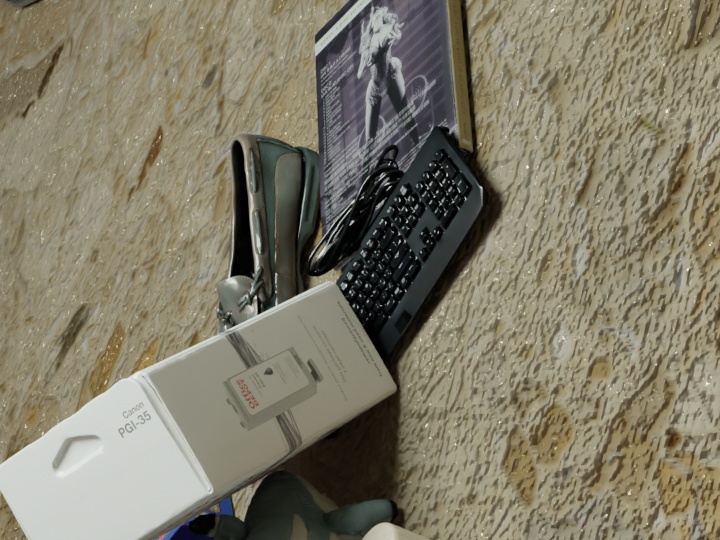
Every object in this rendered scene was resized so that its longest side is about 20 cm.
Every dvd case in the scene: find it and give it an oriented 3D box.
[{"bbox_3d":[0.019,-0.118,1.542,0.149,0.016,0.200,-41,40,41],"label":"dvd case"}]

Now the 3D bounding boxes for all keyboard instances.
[{"bbox_3d":[0.000,0.000,1.456,0.200,0.040,0.104,-57,38,23],"label":"keyboard"}]

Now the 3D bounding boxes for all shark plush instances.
[{"bbox_3d":[-0.066,0.169,1.346,0.083,0.200,0.091,40,124,14],"label":"shark plush"}]

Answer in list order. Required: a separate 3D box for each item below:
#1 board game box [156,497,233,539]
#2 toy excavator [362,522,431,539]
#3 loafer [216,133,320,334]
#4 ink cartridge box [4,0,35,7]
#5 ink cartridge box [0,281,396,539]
[{"bbox_3d":[-0.163,0.192,1.617,0.200,0.045,0.135,-51,34,30],"label":"board game box"},{"bbox_3d":[0.003,0.249,1.261,0.195,0.100,0.200,-64,20,6],"label":"toy excavator"},{"bbox_3d":[-0.074,0.004,1.572,0.072,0.063,0.200,-25,51,52],"label":"loafer"},{"bbox_3d":[-0.327,-0.359,2.194,0.050,0.109,0.200,-9,64,58],"label":"ink cartridge box"},{"bbox_3d":[-0.096,0.096,1.391,0.146,0.200,0.083,-34,85,36],"label":"ink cartridge box"}]
